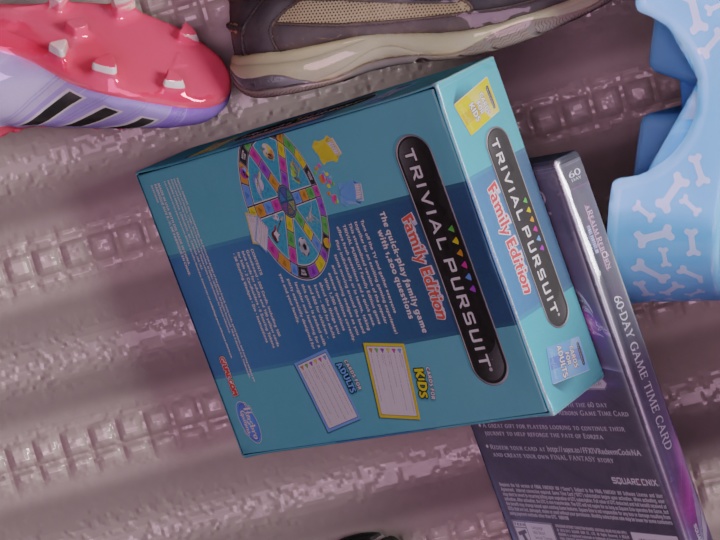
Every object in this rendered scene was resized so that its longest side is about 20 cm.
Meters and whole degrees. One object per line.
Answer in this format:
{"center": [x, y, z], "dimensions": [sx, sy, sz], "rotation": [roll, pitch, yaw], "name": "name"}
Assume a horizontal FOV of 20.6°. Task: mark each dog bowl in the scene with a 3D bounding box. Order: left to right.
{"center": [0.157, -0.079, 0.889], "dimensions": [0.049, 0.111, 0.202], "rotation": [12, 103, 23], "name": "dog bowl"}

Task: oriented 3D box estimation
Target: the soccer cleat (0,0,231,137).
{"center": [-0.161, -0.093, 0.965], "dimensions": [0.198, 0.067, 0.077], "rotation": [9, 134, 0], "name": "soccer cleat"}

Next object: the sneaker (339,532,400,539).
{"center": [-0.057, 0.206, 0.998], "dimensions": [0.199, 0.078, 0.091], "rotation": [-18, 102, 10], "name": "sneaker"}

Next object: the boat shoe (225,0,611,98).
{"center": [0.028, -0.134, 0.919], "dimensions": [0.198, 0.075, 0.074], "rotation": [-12, 100, 8], "name": "boat shoe"}

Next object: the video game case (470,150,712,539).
{"center": [0.087, 0.047, 0.925], "dimensions": [0.019, 0.143, 0.201], "rotation": [-24, 99, -29], "name": "video game case"}

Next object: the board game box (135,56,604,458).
{"center": [0.000, 0.000, 0.913], "dimensions": [0.199, 0.047, 0.152], "rotation": [-12, 102, 43], "name": "board game box"}
